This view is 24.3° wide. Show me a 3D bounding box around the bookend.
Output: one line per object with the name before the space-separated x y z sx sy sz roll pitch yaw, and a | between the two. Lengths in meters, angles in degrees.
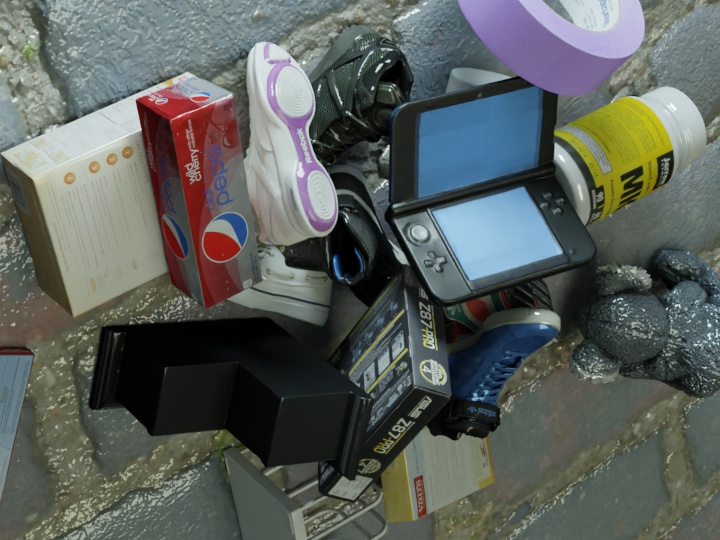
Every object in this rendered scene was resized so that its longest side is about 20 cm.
bookend | -0.128 0.130 1.642 0.199 0.200 0.092 -2 114 -38

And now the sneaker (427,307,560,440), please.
sneaker | 0.137 0.116 1.742 0.077 0.200 0.111 18 59 -35

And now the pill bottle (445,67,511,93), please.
pill bottle | 0.117 -0.105 1.766 0.113 0.113 0.200 -1 114 -38

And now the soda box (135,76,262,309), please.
soda box | -0.145 -0.070 1.515 0.070 0.063 0.200 -26 126 -27

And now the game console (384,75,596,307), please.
game console | 0.134 -0.082 1.642 0.200 0.171 0.118 -16 154 -26

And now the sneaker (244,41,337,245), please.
sneaker | -0.088 -0.119 1.600 0.075 0.100 0.200 0 74 -48

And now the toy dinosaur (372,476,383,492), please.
toy dinosaur | 0.033 0.165 1.878 0.200 0.060 0.106 -56 131 -46

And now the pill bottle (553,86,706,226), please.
pill bottle | 0.286 -0.129 1.885 0.200 0.114 0.114 -27 127 -24

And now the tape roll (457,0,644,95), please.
tape roll | 0.189 -0.274 1.675 0.200 0.200 0.066 3 146 -39

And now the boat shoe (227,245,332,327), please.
boat shoe | -0.104 0.006 1.694 0.200 0.074 0.067 18 86 -52

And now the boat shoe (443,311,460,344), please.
boat shoe | 0.114 0.039 1.875 0.200 0.076 0.072 -19 117 -37

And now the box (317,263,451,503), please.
box | 0.018 0.116 1.694 0.049 0.161 0.200 17 133 -23

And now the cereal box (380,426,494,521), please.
cereal box | 0.082 0.188 1.860 0.200 0.040 0.144 -10 92 -59

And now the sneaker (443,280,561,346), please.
sneaker | 0.152 0.046 1.825 0.093 0.070 0.200 -17 162 18

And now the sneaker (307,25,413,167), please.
sneaker | -0.020 -0.142 1.643 0.199 0.114 0.076 -51 131 -2

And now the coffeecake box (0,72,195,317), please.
coffeecake box | -0.213 -0.072 1.555 0.200 0.073 0.154 -27 127 -24

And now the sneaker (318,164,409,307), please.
sneaker | 0.000 0.000 1.725 0.073 0.112 0.200 -17 124 15

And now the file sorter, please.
file sorter | -0.048 0.279 1.823 0.124 0.139 0.200 -27 127 -25

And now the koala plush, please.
koala plush | 0.349 0.066 2.013 0.200 0.184 0.177 13 104 -29

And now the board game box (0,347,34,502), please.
board game box | -0.380 0.167 1.589 0.103 0.019 0.200 2 111 -40
